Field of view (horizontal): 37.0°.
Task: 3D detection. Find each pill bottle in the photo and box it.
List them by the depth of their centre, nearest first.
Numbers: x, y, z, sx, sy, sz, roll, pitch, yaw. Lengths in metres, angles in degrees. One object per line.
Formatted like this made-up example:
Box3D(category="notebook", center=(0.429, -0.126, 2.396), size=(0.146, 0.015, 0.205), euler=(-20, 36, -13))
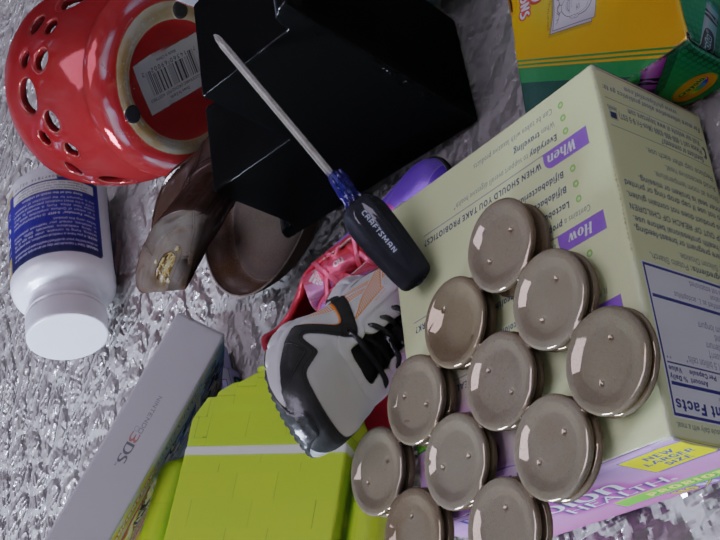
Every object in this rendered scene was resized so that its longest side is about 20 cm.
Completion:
Box3D(category="pill bottle", center=(-0.339, -0.008, 1.224), size=(0.120, 0.118, 0.203), euler=(-45, 45, 36))

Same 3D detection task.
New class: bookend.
Box3D(category="bookend", center=(-0.056, -0.130, 0.767), size=(0.198, 0.197, 0.094), euler=(-30, 57, 33))

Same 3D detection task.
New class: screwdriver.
Box3D(category="screwdriver", center=(-0.025, -0.071, 0.637), size=(0.029, 0.028, 0.201), euler=(-41, 79, 30))

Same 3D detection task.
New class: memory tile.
Box3D(category="memory tile", center=(0.064, 0.078, 0.550), size=(0.202, 0.017, 0.154), euler=(-63, 36, 20))

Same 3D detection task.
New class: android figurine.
Box3D(category="android figurine", center=(-0.060, 0.148, 0.691), size=(0.179, 0.041, 0.203), euler=(-7, 54, 22))

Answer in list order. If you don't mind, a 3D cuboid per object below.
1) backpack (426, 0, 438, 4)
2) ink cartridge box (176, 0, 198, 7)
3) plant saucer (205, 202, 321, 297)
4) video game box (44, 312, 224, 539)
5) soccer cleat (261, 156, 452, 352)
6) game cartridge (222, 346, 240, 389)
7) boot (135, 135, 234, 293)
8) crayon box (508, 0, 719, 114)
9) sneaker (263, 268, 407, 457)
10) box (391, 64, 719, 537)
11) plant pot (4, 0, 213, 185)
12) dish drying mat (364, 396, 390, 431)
Box3D(category="backpack", center=(0.004, -0.261, 0.818), size=(0.199, 0.125, 0.170), euler=(-15, 68, 54))
Box3D(category="ink cartridge box", center=(-0.136, -0.287, 0.960), size=(0.176, 0.197, 0.085), euler=(47, 117, 50))
Box3D(category="plant saucer", center=(-0.080, -0.074, 0.958), size=(0.199, 0.032, 0.204), euler=(-22, 63, 49))
Box3D(category="video game box", center=(-0.164, 0.157, 0.796), size=(0.183, 0.046, 0.202), euler=(110, -174, -62))
Box3D(category="soccer cleat", center=(0.000, 0.000, 0.783), size=(0.201, 0.072, 0.069), euler=(-56, 39, 27))
Box3D(category="game cartridge", center=(-0.135, 0.180, 0.951), size=(0.130, 0.038, 0.202), euler=(-47, 44, 30))
Box3D(category="boot", center=(-0.150, -0.027, 0.884), size=(0.187, 0.064, 0.201), euler=(-54, 14, 34))
Box3D(category="crayon box", center=(0.148, -0.181, 0.646), size=(0.118, 0.058, 0.204), euler=(-32, 54, 46))
Box3D(category="sneaker", center=(0.005, 0.041, 0.661), size=(0.079, 0.075, 0.200), euler=(-23, 15, 26))
Box3D(category="box", center=(0.113, 0.027, 0.595), size=(0.175, 0.095, 0.203), euler=(-34, 52, 44))
Box3D(category="plant pot", center=(-0.222, -0.181, 1.058), size=(0.181, 0.198, 0.204), euler=(11, 87, 47))
Box3D(category="dish drying mat", center=(-0.025, 0.122, 0.732), size=(0.200, 0.018, 0.076), euler=(-46, 48, -13))
